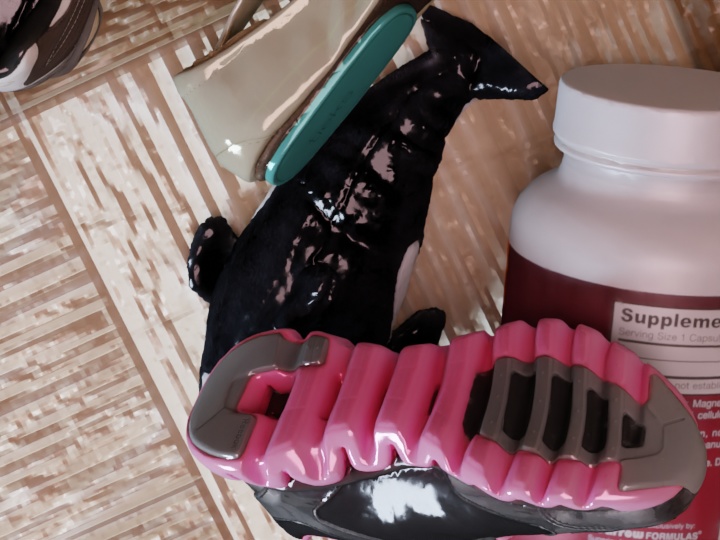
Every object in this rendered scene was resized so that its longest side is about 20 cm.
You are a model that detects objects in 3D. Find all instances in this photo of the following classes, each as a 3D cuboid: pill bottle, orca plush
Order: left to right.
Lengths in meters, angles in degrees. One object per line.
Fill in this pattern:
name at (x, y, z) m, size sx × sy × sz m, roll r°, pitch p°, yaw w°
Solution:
orca plush at (0.000, 0.000, 1.001) m, size 0.105 × 0.071 × 0.200 m, roll 42°, pitch 101°, yaw -13°
pill bottle at (0.109, 0.027, 0.992) m, size 0.113 × 0.113 × 0.201 m, roll 3°, pitch 106°, yaw -3°

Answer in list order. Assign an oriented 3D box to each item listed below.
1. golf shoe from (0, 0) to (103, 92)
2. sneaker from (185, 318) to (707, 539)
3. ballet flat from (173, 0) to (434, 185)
golf shoe at (-0.111, -0.155, 0.839) m, size 0.077 × 0.095 × 0.201 m, roll -3°, pitch 105°, yaw 0°
sneaker at (0.038, 0.073, 0.953) m, size 0.200 × 0.079 × 0.096 m, roll 3°, pitch 139°, yaw 30°
ballet flat at (0.009, -0.119, 0.970) m, size 0.200 × 0.069 × 0.069 m, roll -45°, pitch 103°, yaw 3°
